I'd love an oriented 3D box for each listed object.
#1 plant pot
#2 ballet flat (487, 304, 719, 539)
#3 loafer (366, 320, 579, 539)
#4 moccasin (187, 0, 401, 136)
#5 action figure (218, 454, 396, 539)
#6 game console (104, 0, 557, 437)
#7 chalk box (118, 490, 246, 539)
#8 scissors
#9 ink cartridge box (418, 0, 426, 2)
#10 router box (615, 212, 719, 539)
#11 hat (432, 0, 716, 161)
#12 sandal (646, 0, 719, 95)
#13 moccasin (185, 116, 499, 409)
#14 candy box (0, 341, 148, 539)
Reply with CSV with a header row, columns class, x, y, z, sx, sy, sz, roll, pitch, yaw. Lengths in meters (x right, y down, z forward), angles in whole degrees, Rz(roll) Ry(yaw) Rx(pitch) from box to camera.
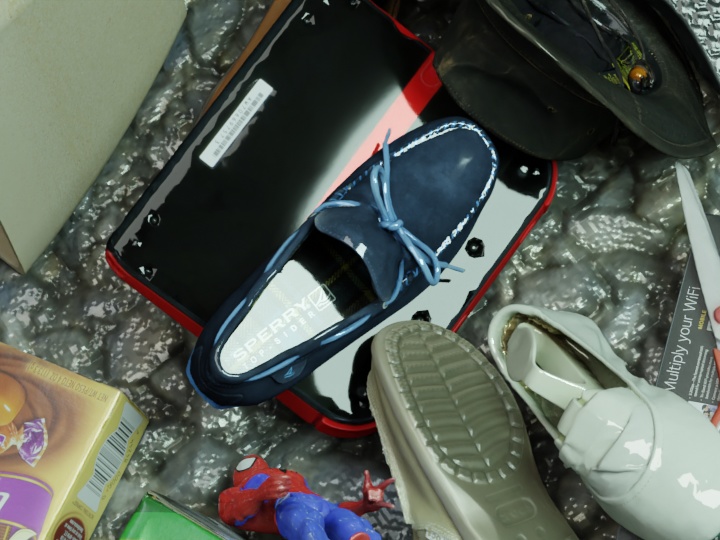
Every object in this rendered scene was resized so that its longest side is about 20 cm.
class,x,y,z,sx,sy,sz,roll,pitch,yaw
plant pot,-0.211,-0.156,1.312,0.200,0.200,0.177,37,70,25
ballet flat,0.112,0.071,1.143,0.069,0.069,0.200,-36,31,-2
loafer,0.052,0.117,1.178,0.076,0.068,0.200,-6,59,-38
moccasin,-0.037,-0.081,1.296,0.078,0.074,0.202,17,63,29
action figure,-0.022,0.122,1.164,0.065,0.200,0.052,7,93,-25
game console,-0.010,-0.032,1.247,0.177,0.031,0.200,37,80,-1
chalk box,-0.035,0.215,1.134,0.200,0.124,0.124,29,83,25
scissors,0.177,0.036,1.159,0.073,0.014,0.200,-30,63,2
ink cartridge box,-0.030,-0.254,1.273,0.044,0.174,0.200,-33,41,-21
router box,0.223,0.081,1.164,0.157,0.052,0.200,11,71,20
hat,0.091,-0.112,1.224,0.081,0.200,0.201,-42,61,25
sandal,0.190,-0.143,1.255,0.075,0.048,0.201,-41,85,-6
moccasin,0.000,0.000,1.193,0.080,0.068,0.200,43,79,-1
candy box,-0.211,0.139,1.256,0.116,0.056,0.200,20,76,21
